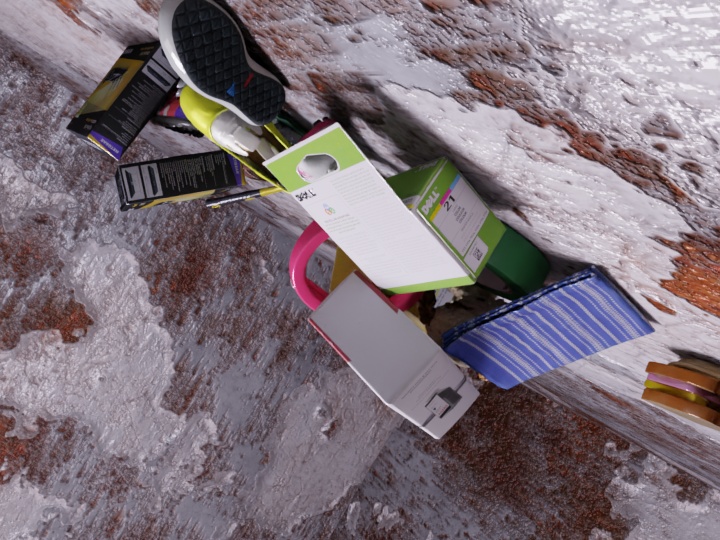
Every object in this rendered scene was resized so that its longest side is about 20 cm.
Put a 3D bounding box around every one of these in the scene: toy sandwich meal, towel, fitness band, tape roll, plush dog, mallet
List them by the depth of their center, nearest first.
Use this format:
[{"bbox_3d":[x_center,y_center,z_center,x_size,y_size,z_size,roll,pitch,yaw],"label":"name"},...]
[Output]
[{"bbox_3d":[0.207,0.075,0.796,0.199,0.024,0.145,-29,132,32],"label":"towel"},{"bbox_3d":[0.434,0.170,0.829,0.204,0.071,0.205,32,176,3],"label":"toy sandwich meal"},{"bbox_3d":[0.130,-0.030,0.860,0.200,0.048,0.200,32,176,3],"label":"tape roll"},{"bbox_3d":[0.000,0.000,0.867,0.200,0.144,0.038,37,-164,-42],"label":"fitness band"},{"bbox_3d":[0.156,0.082,0.962,0.199,0.161,0.171,30,-163,34],"label":"plush dog"},{"bbox_3d":[-0.151,-0.127,1.107,0.198,0.041,0.066,-10,166,4],"label":"mallet"}]

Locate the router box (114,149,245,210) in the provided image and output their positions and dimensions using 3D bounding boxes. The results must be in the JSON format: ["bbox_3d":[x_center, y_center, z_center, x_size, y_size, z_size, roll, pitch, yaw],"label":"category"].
[{"bbox_3d":[-0.260,-0.126,1.000,0.156,0.053,0.200,-13,-173,-19],"label":"router box"}]

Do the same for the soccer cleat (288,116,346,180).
[{"bbox_3d":[-0.023,-0.115,0.803,0.086,0.070,0.200,48,-175,4],"label":"soccer cleat"}]

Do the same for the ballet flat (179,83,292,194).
[{"bbox_3d":[-0.121,-0.149,0.824,0.200,0.067,0.067,37,-168,-46],"label":"ballet flat"}]

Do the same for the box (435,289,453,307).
[{"bbox_3d":[0.102,0.021,1.254,0.200,0.105,0.184,36,174,-38],"label":"box"}]

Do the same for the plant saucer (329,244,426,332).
[{"bbox_3d":[0.049,-0.006,1.008,0.048,0.201,0.200,-15,144,38],"label":"plant saucer"}]

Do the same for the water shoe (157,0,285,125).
[{"bbox_3d":[-0.147,-0.204,0.688,0.079,0.072,0.200,35,177,24],"label":"water shoe"}]

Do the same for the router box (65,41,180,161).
[{"bbox_3d":[-0.331,-0.239,0.990,0.052,0.158,0.200,38,172,-32],"label":"router box"}]

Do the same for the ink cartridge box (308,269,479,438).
[{"bbox_3d":[0.046,0.104,0.835,0.147,0.083,0.200,43,178,30],"label":"ink cartridge box"}]

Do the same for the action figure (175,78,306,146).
[{"bbox_3d":[-0.135,-0.191,0.899,0.199,0.055,0.118,29,174,-13],"label":"action figure"}]

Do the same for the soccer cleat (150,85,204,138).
[{"bbox_3d":[-0.252,-0.230,0.980,0.068,0.074,0.200,15,-172,-29],"label":"soccer cleat"}]

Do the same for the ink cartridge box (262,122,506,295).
[{"bbox_3d":[0.023,-0.072,0.700,0.200,0.076,0.147,47,151,-21],"label":"ink cartridge box"}]

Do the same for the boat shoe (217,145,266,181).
[{"bbox_3d":[-0.167,-0.180,1.067,0.072,0.072,0.200,42,175,27],"label":"boat shoe"}]
